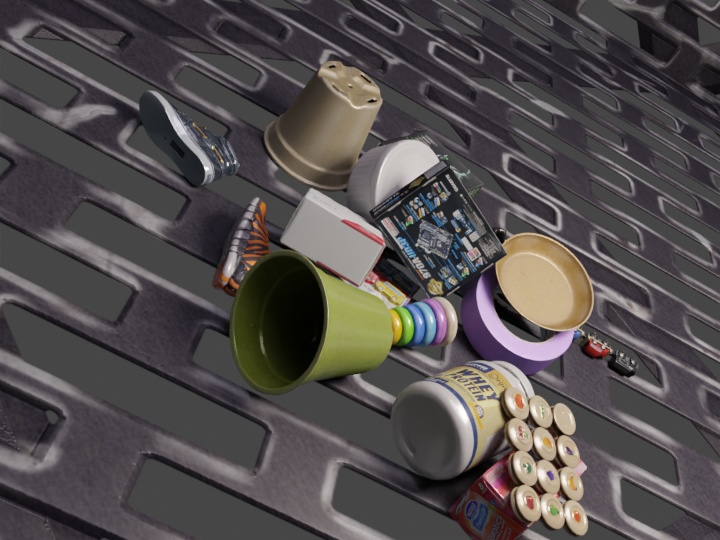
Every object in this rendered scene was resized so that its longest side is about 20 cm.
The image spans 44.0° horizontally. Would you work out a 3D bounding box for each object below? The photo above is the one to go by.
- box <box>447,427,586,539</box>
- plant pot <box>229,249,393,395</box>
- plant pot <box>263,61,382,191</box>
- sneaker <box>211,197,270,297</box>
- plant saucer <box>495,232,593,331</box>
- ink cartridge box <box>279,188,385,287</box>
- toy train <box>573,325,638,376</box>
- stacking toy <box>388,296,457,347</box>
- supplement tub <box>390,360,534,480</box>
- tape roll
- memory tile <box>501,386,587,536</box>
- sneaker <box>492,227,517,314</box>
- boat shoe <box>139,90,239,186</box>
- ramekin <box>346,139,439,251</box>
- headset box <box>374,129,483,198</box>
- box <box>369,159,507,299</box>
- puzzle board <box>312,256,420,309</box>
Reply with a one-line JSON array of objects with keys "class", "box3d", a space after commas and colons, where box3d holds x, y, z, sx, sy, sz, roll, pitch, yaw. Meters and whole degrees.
[{"class": "box", "box3d": [0.233, 0.320, 1.310, 0.096, 0.100, 0.200, 48, 38, 17]}, {"class": "plant pot", "box3d": [-0.056, 0.084, 1.298, 0.190, 0.200, 0.201, 13, 40, -48]}, {"class": "plant pot", "box3d": [-0.057, -0.285, 1.690, 0.200, 0.184, 0.201, 22, 37, -18]}, {"class": "sneaker", "box3d": [-0.160, -0.022, 1.416, 0.112, 0.078, 0.201, 28, 47, -17]}, {"class": "plant saucer", "box3d": [0.322, 0.026, 1.595, 0.199, 0.035, 0.201, 12, 56, -18]}, {"class": "ink cartridge box", "box3d": [-0.043, -0.057, 1.436, 0.145, 0.083, 0.200, 30, 7, -5]}, {"class": "toy train", "box3d": [0.457, 0.149, 1.743, 0.199, 0.034, 0.046, 32, 48, -6]}, {"class": "stacking toy", "box3d": [0.058, 0.093, 1.458, 0.199, 0.086, 0.086, -4, 51, -32]}, {"class": "supplement tub", "box3d": [0.157, 0.216, 1.329, 0.199, 0.145, 0.145, -13, 57, -46]}, {"class": "tape roll", "box3d": [0.282, 0.084, 1.604, 0.199, 0.066, 0.201, 12, 56, -18]}, {"class": "memory tile", "box3d": [0.264, 0.270, 1.270, 0.153, 0.017, 0.201, 25, 49, -32]}, {"class": "sneaker", "box3d": [0.286, -0.005, 1.730, 0.073, 0.088, 0.200, 2, 47, -37]}, {"class": "boat shoe", "box3d": [-0.297, -0.231, 1.540, 0.201, 0.071, 0.091, 52, 38, 11]}, {"class": "ramekin", "box3d": [0.060, -0.136, 1.620, 0.094, 0.204, 0.202, 8, 14, 43]}, {"class": "headset box", "box3d": [0.128, -0.185, 1.799, 0.174, 0.093, 0.200, 45, 36, 14]}, {"class": "box", "box3d": [0.135, -0.064, 1.530, 0.200, 0.159, 0.046, 53, 6, -22]}, {"class": "puzzle board", "box3d": [0.000, 0.000, 1.556, 0.200, 0.017, 0.151, 38, 36, 5]}]
